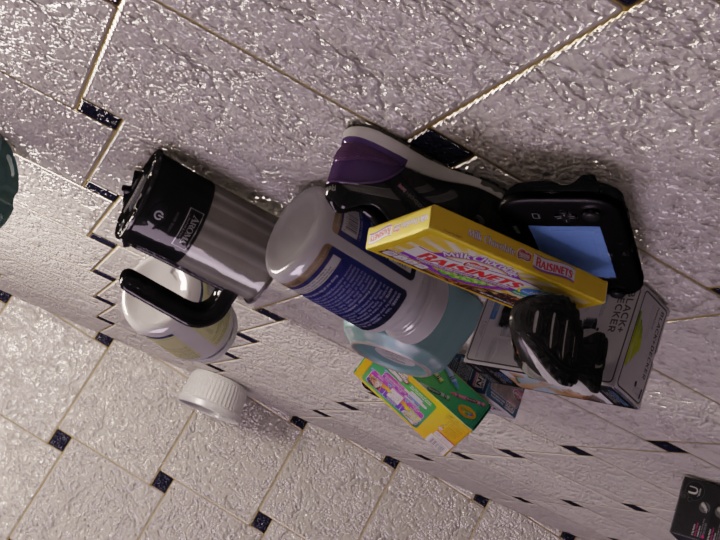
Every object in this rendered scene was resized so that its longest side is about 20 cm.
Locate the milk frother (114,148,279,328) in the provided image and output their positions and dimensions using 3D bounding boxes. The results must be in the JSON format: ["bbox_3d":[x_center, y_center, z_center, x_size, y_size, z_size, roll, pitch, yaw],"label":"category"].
[{"bbox_3d":[-0.211,-0.053,1.259,0.186,0.181,0.201,28,-154,-22],"label":"milk frother"}]

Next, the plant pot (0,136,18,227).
[{"bbox_3d":[-0.605,-0.129,1.403,0.193,0.203,0.200,7,160,20],"label":"plant pot"}]

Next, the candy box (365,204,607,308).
[{"bbox_3d":[0.112,-0.004,0.877,0.198,0.027,0.102,21,159,-27],"label":"candy box"}]

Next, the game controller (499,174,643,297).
[{"bbox_3d":[0.190,-0.024,0.881,0.103,0.043,0.200,-7,154,19],"label":"game controller"}]

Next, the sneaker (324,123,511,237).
[{"bbox_3d":[0.060,-0.052,0.927,0.197,0.089,0.076,23,164,-7],"label":"sneaker"}]

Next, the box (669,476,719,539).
[{"bbox_3d":[0.660,0.449,1.745,0.197,0.108,0.122,12,163,32],"label":"box"}]

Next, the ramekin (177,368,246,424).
[{"bbox_3d":[-0.431,0.369,2.944,0.197,0.106,0.201,20,164,6],"label":"ramekin"}]

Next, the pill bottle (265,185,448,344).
[{"bbox_3d":[0.000,0.000,1.130,0.199,0.117,0.115,31,162,-29],"label":"pill bottle"}]

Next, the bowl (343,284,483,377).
[{"bbox_3d":[0.055,0.070,1.309,0.198,0.106,0.201,21,164,6],"label":"bowl"}]

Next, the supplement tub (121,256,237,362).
[{"bbox_3d":[-0.305,0.071,1.718,0.143,0.147,0.200,15,163,23],"label":"supplement tub"}]

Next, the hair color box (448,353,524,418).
[{"bbox_3d":[0.156,0.177,1.607,0.198,0.061,0.100,7,157,44],"label":"hair color box"}]

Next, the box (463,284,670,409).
[{"bbox_3d":[0.219,0.071,1.076,0.198,0.118,0.060,7,157,47],"label":"box"}]

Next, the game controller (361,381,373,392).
[{"bbox_3d":[0.102,0.209,1.746,0.197,0.105,0.043,18,122,14],"label":"game controller"}]

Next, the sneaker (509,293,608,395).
[{"bbox_3d":[0.169,0.072,0.916,0.078,0.075,0.200,5,165,28],"label":"sneaker"}]

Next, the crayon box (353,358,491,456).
[{"bbox_3d":[0.093,0.184,1.545,0.200,0.058,0.119,42,146,6],"label":"crayon box"}]
